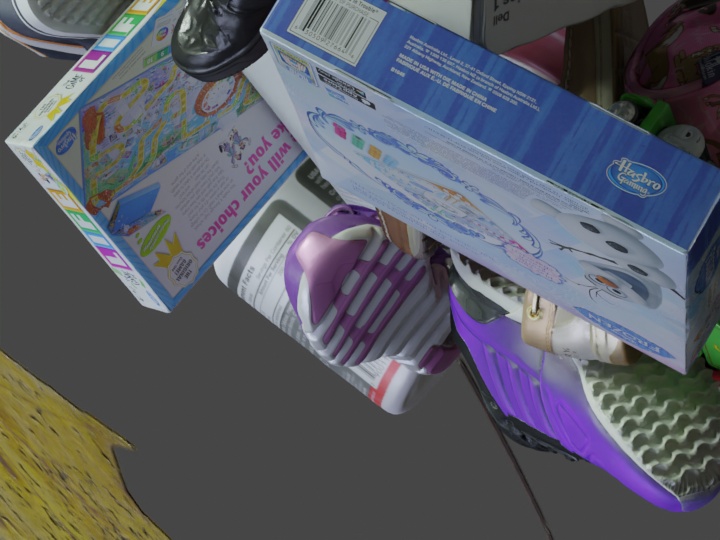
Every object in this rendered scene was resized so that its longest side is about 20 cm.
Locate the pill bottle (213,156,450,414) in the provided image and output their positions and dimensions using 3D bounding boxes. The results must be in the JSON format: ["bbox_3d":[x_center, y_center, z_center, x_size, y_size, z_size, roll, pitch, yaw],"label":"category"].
[{"bbox_3d":[-0.021,-0.011,1.756,0.200,0.114,0.114,38,161,11],"label":"pill bottle"}]

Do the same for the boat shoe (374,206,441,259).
[{"bbox_3d":[0.017,-0.089,1.345,0.071,0.076,0.201,21,140,23],"label":"boat shoe"}]

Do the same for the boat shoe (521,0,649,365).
[{"bbox_3d":[0.102,-0.055,1.326,0.069,0.202,0.074,1,-177,21],"label":"boat shoe"}]

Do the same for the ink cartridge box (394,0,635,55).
[{"bbox_3d":[0.027,-0.177,1.222,0.199,0.144,0.084,26,126,36],"label":"ink cartridge box"}]

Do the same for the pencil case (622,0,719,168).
[{"bbox_3d":[0.207,-0.042,1.292,0.200,0.083,0.086,51,164,-26],"label":"pencil case"}]

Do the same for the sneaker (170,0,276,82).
[{"bbox_3d":[-0.052,-0.181,1.394,0.104,0.200,0.060,21,-143,-46],"label":"sneaker"}]

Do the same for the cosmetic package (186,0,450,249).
[{"bbox_3d":[0.004,-0.109,1.545,0.113,0.081,0.200,13,145,54],"label":"cosmetic package"}]

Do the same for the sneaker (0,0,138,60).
[{"bbox_3d":[-0.133,-0.156,1.607,0.199,0.079,0.079,12,174,-40],"label":"sneaker"}]

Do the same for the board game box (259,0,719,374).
[{"bbox_3d":[0.063,-0.041,1.189,0.199,0.044,0.199,29,169,13],"label":"board game box"}]

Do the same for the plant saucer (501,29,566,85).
[{"bbox_3d":[0.066,-0.076,1.422,0.199,0.051,0.201,15,139,13],"label":"plant saucer"}]

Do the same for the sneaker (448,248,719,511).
[{"bbox_3d":[0.112,0.063,1.401,0.200,0.069,0.100,49,144,33],"label":"sneaker"}]

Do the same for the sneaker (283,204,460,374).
[{"bbox_3d":[0.000,0.000,1.495,0.088,0.081,0.200,44,-170,23],"label":"sneaker"}]

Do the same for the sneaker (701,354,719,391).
[{"bbox_3d":[0.165,0.009,1.469,0.078,0.201,0.116,12,129,-24],"label":"sneaker"}]

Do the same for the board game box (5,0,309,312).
[{"bbox_3d":[-0.091,-0.095,1.570,0.034,0.200,0.135,12,146,54],"label":"board game box"}]

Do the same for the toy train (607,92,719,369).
[{"bbox_3d":[0.154,-0.012,1.281,0.056,0.042,0.200,25,159,31],"label":"toy train"}]
